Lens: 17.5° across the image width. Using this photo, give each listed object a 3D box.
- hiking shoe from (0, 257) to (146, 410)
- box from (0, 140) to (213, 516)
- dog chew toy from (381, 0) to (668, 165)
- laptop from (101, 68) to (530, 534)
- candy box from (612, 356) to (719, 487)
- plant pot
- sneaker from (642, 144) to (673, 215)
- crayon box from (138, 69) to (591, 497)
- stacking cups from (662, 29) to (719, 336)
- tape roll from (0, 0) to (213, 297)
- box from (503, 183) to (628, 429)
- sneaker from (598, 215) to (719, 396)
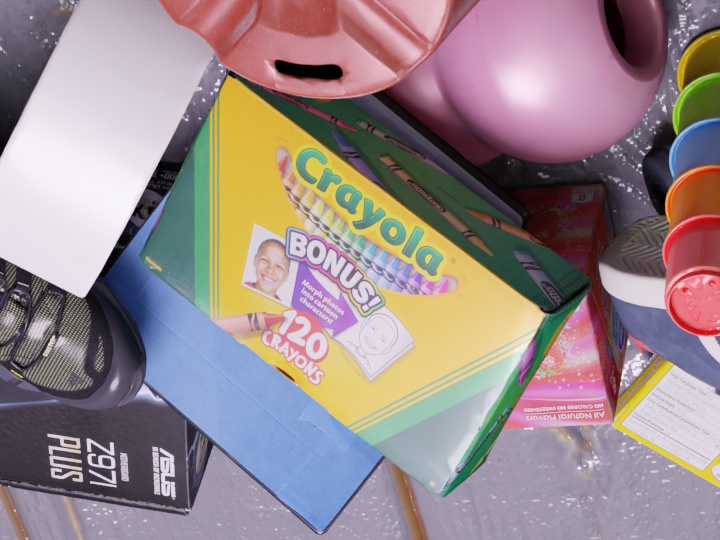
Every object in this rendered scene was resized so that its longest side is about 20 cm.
[{"bbox_3d":[-0.208,0.017,1.237,0.199,0.101,0.076,33,113,12],"label":"hiking shoe"},{"bbox_3d":[-0.170,0.034,1.379,0.162,0.086,0.201,9,129,7],"label":"box"},{"bbox_3d":[0.055,-0.108,1.190,0.199,0.125,0.125,-11,125,37],"label":"dog chew toy"},{"bbox_3d":[-0.037,-0.002,1.205,0.187,0.116,0.200,39,149,13],"label":"laptop"},{"bbox_3d":[0.256,0.101,1.359,0.199,0.026,0.102,30,126,-10],"label":"candy box"},{"bbox_3d":[0.005,-0.187,1.002,0.199,0.196,0.202,15,131,18],"label":"plant pot"},{"bbox_3d":[0.231,-0.002,1.272,0.078,0.066,0.200,-39,104,0],"label":"sneaker"},{"bbox_3d":[0.000,0.000,1.144,0.200,0.058,0.119,37,120,15],"label":"crayon box"},{"bbox_3d":[0.180,-0.040,1.155,0.060,0.201,0.061,6,130,7],"label":"stacking cups"},{"bbox_3d":[-0.127,-0.091,1.196,0.070,0.203,0.203,27,129,-7],"label":"tape roll"},{"bbox_3d":[0.044,0.025,1.310,0.198,0.095,0.103,-3,127,17],"label":"box"},{"bbox_3d":[0.215,0.032,1.184,0.199,0.075,0.085,18,139,43],"label":"sneaker"}]
